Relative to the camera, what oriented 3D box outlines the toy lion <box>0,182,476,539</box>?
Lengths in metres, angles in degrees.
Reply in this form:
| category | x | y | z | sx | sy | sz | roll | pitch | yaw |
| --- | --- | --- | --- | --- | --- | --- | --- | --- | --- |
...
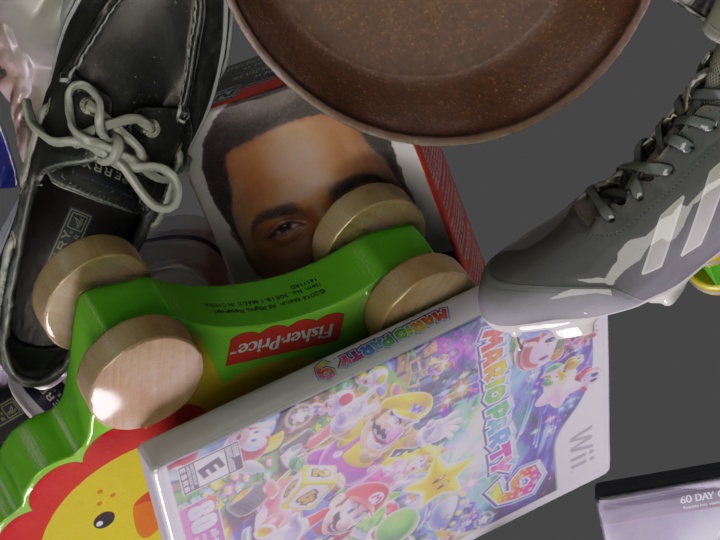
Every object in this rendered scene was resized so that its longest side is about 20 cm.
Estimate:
| category | x | y | z | sx | sy | sz | roll | pitch | yaw |
| --- | --- | --- | --- | --- | --- | --- | --- | --- | --- |
| toy lion | -0.063 | 0.070 | 0.924 | 0.199 | 0.069 | 0.193 | -12 | 134 | -27 |

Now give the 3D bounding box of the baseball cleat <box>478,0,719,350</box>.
| category | x | y | z | sx | sy | sz | roll | pitch | yaw |
| --- | --- | --- | --- | --- | --- | --- | --- | --- | --- |
| baseball cleat | 0.125 | -0.050 | 0.840 | 0.199 | 0.070 | 0.107 | -24 | 115 | -2 |

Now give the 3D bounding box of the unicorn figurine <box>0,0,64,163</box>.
| category | x | y | z | sx | sy | sz | roll | pitch | yaw |
| --- | --- | --- | --- | --- | --- | --- | --- | --- | --- |
| unicorn figurine | -0.140 | -0.122 | 0.949 | 0.200 | 0.074 | 0.137 | 47 | 121 | -1 |

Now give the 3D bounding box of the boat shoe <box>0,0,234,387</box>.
| category | x | y | z | sx | sy | sz | roll | pitch | yaw |
| --- | --- | --- | --- | --- | --- | --- | --- | --- | --- |
| boat shoe | -0.103 | -0.048 | 0.901 | 0.073 | 0.068 | 0.200 | 24 | 105 | -16 |

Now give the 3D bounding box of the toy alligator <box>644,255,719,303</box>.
| category | x | y | z | sx | sy | sz | roll | pitch | yaw |
| --- | --- | --- | --- | --- | --- | --- | --- | --- | --- |
| toy alligator | 0.193 | -0.035 | 0.966 | 0.199 | 0.059 | 0.055 | -17 | 71 | 12 |

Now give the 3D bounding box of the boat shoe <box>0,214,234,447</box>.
| category | x | y | z | sx | sy | sz | roll | pitch | yaw |
| --- | --- | --- | --- | --- | --- | --- | --- | --- | --- |
| boat shoe | -0.136 | 0.048 | 1.020 | 0.199 | 0.066 | 0.072 | -29 | 108 | 16 |

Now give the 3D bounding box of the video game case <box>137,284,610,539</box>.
| category | x | y | z | sx | sy | sz | roll | pitch | yaw |
| --- | --- | --- | --- | --- | --- | --- | --- | --- | --- |
| video game case | 0.013 | 0.077 | 0.920 | 0.199 | 0.018 | 0.144 | -25 | 140 | -15 |

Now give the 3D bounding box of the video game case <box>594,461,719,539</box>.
| category | x | y | z | sx | sy | sz | roll | pitch | yaw |
| --- | --- | --- | --- | --- | --- | --- | --- | --- | --- |
| video game case | 0.199 | 0.179 | 1.078 | 0.142 | 0.019 | 0.201 | -10 | 113 | 9 |

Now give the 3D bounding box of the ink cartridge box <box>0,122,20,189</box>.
| category | x | y | z | sx | sy | sz | roll | pitch | yaw |
| --- | --- | --- | --- | --- | --- | --- | --- | --- | --- |
| ink cartridge box | -0.257 | -0.109 | 0.939 | 0.198 | 0.041 | 0.201 | -8 | 110 | 27 |

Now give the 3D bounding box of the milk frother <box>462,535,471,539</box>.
| category | x | y | z | sx | sy | sz | roll | pitch | yaw |
| --- | --- | --- | --- | --- | --- | --- | --- | --- | --- |
| milk frother | -0.020 | 0.220 | 1.056 | 0.187 | 0.200 | 0.182 | -17 | 84 | -3 |

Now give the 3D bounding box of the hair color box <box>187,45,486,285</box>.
| category | x | y | z | sx | sy | sz | roll | pitch | yaw |
| --- | --- | --- | --- | --- | --- | --- | --- | --- | --- |
| hair color box | 0.000 | 0.000 | 0.991 | 0.101 | 0.061 | 0.201 | -18 | 111 | 13 |

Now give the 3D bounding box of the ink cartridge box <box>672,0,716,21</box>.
| category | x | y | z | sx | sy | sz | roll | pitch | yaw |
| --- | --- | --- | --- | --- | --- | --- | --- | --- | --- |
| ink cartridge box | 0.147 | -0.174 | 0.860 | 0.199 | 0.083 | 0.146 | 29 | 103 | -21 |

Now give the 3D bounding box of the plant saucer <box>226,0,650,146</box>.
| category | x | y | z | sx | sy | sz | roll | pitch | yaw |
| --- | --- | --- | --- | --- | --- | --- | --- | --- | --- |
| plant saucer | 0.028 | -0.151 | 0.900 | 0.199 | 0.037 | 0.202 | -2 | 96 | -19 |
